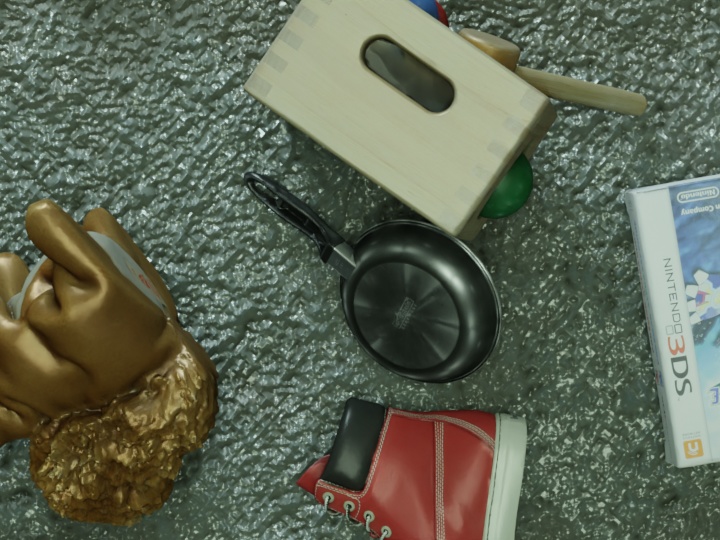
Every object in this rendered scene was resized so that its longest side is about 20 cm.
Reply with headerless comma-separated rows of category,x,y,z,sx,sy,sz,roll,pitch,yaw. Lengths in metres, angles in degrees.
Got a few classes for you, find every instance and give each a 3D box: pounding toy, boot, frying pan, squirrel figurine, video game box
pounding toy,0.059,-0.108,1.581,0.200,0.184,0.142,35,93,5
boot,0.026,0.186,1.635,0.143,0.072,0.201,6,84,-1
frying pan,0.012,-0.007,1.620,0.115,0.031,0.190,-34,96,36
squirrel figurine,-0.195,0.079,1.595,0.186,0.142,0.200,-40,90,7
video game box,0.283,0.022,1.645,0.199,0.047,0.183,-10,94,-1
